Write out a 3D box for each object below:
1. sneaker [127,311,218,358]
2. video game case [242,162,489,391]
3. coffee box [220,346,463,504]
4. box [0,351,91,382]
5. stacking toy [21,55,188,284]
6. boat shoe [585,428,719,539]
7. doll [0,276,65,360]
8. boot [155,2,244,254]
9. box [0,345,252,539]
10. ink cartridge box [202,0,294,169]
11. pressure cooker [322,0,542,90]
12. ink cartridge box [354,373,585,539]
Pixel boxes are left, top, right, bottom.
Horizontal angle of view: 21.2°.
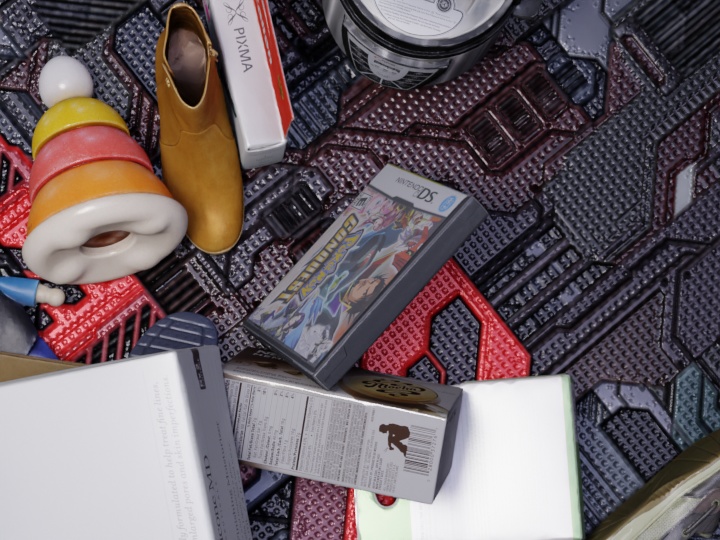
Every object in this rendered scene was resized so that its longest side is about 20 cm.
[{"bbox_3d":[-0.175,0.133,1.670,0.073,0.082,0.202,15,71,12],"label":"sneaker"},{"bbox_3d":[0.000,0.000,1.646,0.200,0.181,0.026,-47,115,-7],"label":"video game case"},{"bbox_3d":[-0.021,0.129,1.634,0.198,0.113,0.081,11,100,9],"label":"coffee box"},{"bbox_3d":[-0.299,0.172,1.641,0.162,0.021,0.202,8,94,9],"label":"box"},{"bbox_3d":[-0.240,-0.102,1.677,0.145,0.146,0.202,-14,69,-6],"label":"stacking toy"},{"bbox_3d":[0.288,0.209,1.703,0.200,0.072,0.066,-36,97,-8],"label":"boat shoe"},{"bbox_3d":[-0.310,0.063,1.675,0.136,0.048,0.201,-38,87,4],"label":"doll"},{"bbox_3d":[-0.144,-0.120,1.665,0.070,0.144,0.203,-11,84,-5],"label":"boot"},{"bbox_3d":[-0.203,0.175,1.540,0.198,0.131,0.201,-11,88,11],"label":"box"},{"bbox_3d":[-0.102,-0.201,1.663,0.043,0.174,0.202,-12,84,-6],"label":"ink cartridge box"},{"bbox_3d":[0.053,-0.261,1.671,0.175,0.200,0.180,-26,86,-8],"label":"pressure cooker"},{"bbox_3d":[0.094,0.172,1.700,0.198,0.048,0.147,-5,83,9],"label":"ink cartridge box"}]
